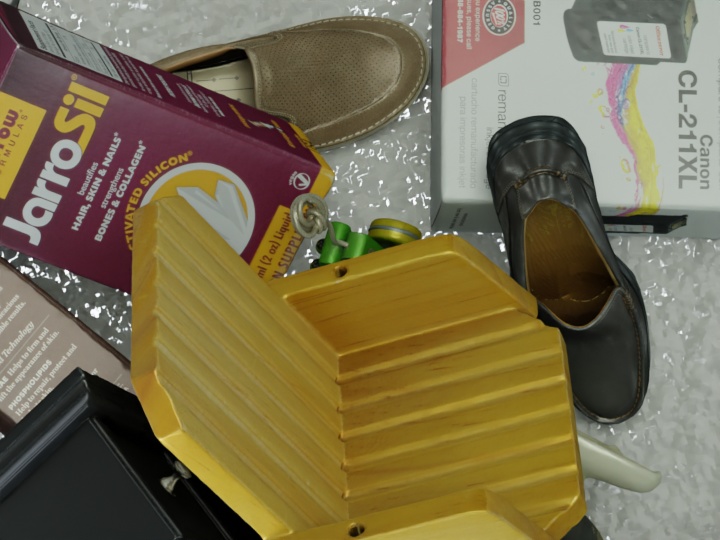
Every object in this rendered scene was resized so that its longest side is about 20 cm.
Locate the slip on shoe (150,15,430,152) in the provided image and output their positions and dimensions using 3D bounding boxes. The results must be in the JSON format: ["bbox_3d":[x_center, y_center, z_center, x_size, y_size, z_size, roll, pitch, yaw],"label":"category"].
[{"bbox_3d":[-0.056,-0.106,1.721,0.199,0.061,0.076,-8,80,-5],"label":"slip on shoe"}]

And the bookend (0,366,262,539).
[{"bbox_3d":[-0.079,0.169,1.516,0.092,0.200,0.199,-43,62,7],"label":"bookend"}]

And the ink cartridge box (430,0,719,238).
[{"bbox_3d":[0.142,-0.098,1.722,0.199,0.083,0.146,1,79,-3],"label":"ink cartridge box"}]

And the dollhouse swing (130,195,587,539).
[{"bbox_3d":[-0.001,0.045,1.508,0.181,0.176,0.200,-15,41,11],"label":"dollhouse swing"}]

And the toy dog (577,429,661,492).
[{"bbox_3d":[0.049,0.165,1.632,0.194,0.140,0.200,24,89,-17],"label":"toy dog"}]

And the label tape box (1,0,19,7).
[{"bbox_3d":[-0.295,-0.119,1.655,0.144,0.063,0.200,27,41,2],"label":"label tape box"}]

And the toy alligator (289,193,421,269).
[{"bbox_3d":[0.000,0.000,1.665,0.054,0.200,0.059,3,70,36],"label":"toy alligator"}]

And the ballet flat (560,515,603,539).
[{"bbox_3d":[0.105,0.219,1.580,0.066,0.057,0.201,-13,109,-28],"label":"ballet flat"}]

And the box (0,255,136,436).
[{"bbox_3d":[-0.195,0.047,1.663,0.200,0.100,0.075,40,79,5],"label":"box"}]

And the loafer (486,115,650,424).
[{"bbox_3d":[0.116,0.014,1.658,0.073,0.072,0.200,-18,122,10],"label":"loafer"}]

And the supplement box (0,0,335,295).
[{"bbox_3d":[-0.131,-0.054,1.641,0.200,0.086,0.111,21,103,-23],"label":"supplement box"}]
